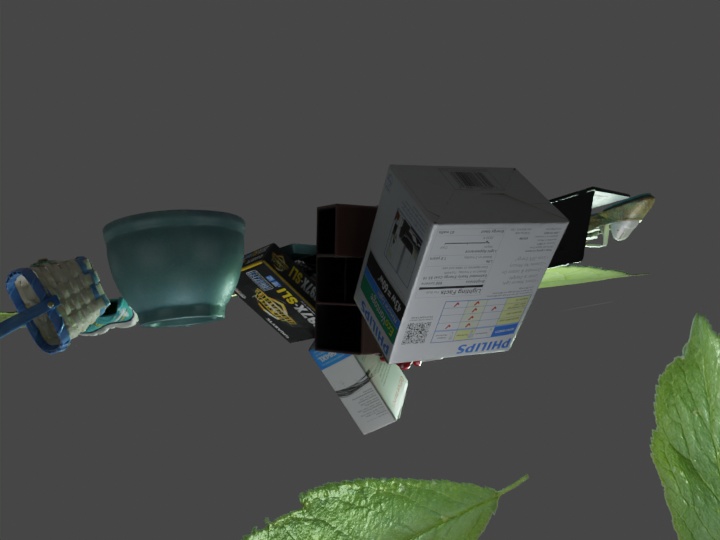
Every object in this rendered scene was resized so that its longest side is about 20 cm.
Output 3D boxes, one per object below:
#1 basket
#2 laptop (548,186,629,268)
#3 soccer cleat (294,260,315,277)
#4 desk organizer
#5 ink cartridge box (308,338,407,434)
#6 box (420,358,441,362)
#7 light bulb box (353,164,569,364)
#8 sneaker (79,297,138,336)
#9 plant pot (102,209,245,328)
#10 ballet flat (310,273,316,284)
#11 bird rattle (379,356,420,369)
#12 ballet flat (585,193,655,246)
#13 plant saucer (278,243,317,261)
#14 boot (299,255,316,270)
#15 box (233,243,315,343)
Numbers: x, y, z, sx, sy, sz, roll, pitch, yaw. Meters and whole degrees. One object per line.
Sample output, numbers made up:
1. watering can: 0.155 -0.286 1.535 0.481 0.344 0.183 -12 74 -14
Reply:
1. basket: -0.509 0.068 0.997 0.174 0.142 0.200 -16 -161 46
2. laptop: 0.319 -0.053 1.053 0.196 0.120 0.185 0 170 -42
3. soccer cleat: -0.100 0.025 1.299 0.067 0.075 0.199 20 -175 18
4. desk organizer: -0.015 0.013 0.886 0.075 0.207 0.071 0 -179 -28
5. ink cartridge box: 0.001 0.187 1.246 0.083 0.203 0.146 -27 -168 22
6. box: 0.090 0.124 1.368 0.195 0.109 0.152 -12 -170 26
7. light bulb box: 0.115 -0.009 0.796 0.193 0.126 0.204 -2 128 -26
8. sneaker: -0.612 0.098 1.517 0.195 0.080 0.080 -15 151 18
9. plant pot: -0.253 0.007 0.901 0.194 0.139 0.200 -7 172 -1
10. ballet flat: -0.056 0.049 1.242 0.066 0.069 0.200 20 -179 16
11. bird rattle: 0.108 0.076 1.149 0.111 0.205 0.161 30 158 -26
12. ballet flat: 0.445 -0.080 1.158 0.069 0.073 0.198 -2 170 -32
13. plant saucer: -0.166 -0.020 1.213 0.197 0.020 0.069 -16 169 41
14. boot: 0.000 0.000 1.230 0.195 0.072 0.173 8 179 31
15. box: -0.143 0.048 1.184 0.157 0.050 0.200 -17 126 45
